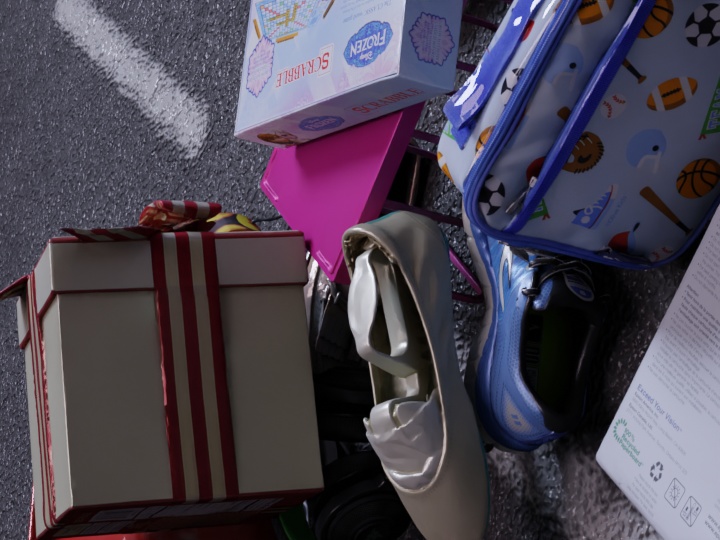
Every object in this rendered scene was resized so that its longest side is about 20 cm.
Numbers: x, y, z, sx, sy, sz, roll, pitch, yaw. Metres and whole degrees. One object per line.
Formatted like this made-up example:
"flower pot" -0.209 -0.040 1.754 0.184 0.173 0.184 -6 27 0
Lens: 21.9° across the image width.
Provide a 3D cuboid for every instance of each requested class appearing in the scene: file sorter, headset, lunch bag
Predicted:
"file sorter" 0.046 -0.100 1.163 0.202 0.124 0.139 -67 30 18
"headset" 0.009 0.118 1.182 0.200 0.093 0.125 -33 59 53
"lunch bag" 0.133 -0.093 0.964 0.201 0.159 0.076 -62 32 26

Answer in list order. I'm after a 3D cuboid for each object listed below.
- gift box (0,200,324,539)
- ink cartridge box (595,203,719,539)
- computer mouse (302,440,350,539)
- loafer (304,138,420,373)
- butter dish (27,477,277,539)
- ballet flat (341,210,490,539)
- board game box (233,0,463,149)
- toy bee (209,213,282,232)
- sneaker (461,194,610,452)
"gift box" -0.135 0.062 1.165 0.184 0.198 0.189 146 122 -63
"ink cartridge box" 0.209 0.061 0.892 0.202 0.043 0.197 -66 29 18
"computer mouse" -0.023 0.202 1.264 0.109 0.043 0.203 -17 67 55
"loafer" 0.000 0.000 1.276 0.063 0.071 0.202 -8 70 53
"butter dish" -0.122 0.180 1.311 0.147 0.199 0.201 -37 36 29
"ballet flat" 0.025 0.064 1.062 0.069 0.069 0.202 -31 65 54
"board game box" -0.003 -0.188 1.112 0.199 0.041 0.202 -11 70 59
"toy bee" -0.099 0.000 1.413 0.131 0.108 0.203 2 82 62
"sneaker" 0.109 0.002 1.064 0.089 0.078 0.203 -12 77 63
